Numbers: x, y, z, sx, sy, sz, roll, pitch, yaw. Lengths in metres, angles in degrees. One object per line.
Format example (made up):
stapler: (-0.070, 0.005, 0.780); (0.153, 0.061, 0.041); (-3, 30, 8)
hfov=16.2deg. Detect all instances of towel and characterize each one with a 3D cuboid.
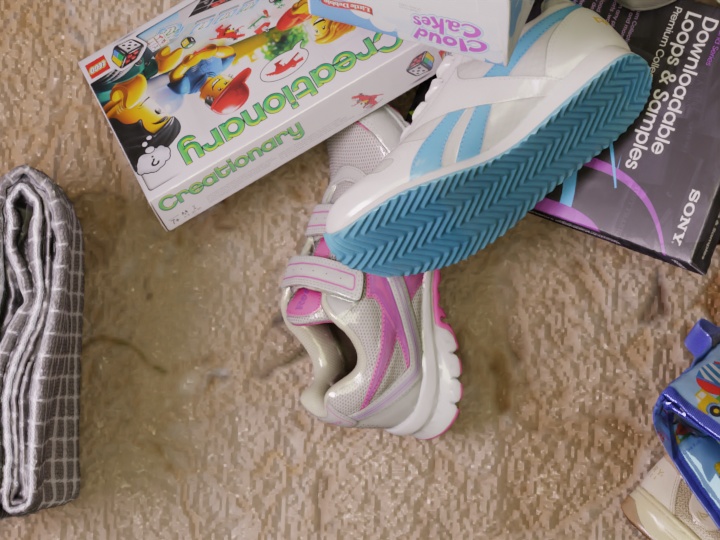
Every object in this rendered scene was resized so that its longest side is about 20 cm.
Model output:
towel: (-0.198, 0.045, 1.415); (0.085, 0.166, 0.201); (3, 88, -4)

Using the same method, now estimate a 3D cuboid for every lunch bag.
lunch bag: (0.255, 0.105, 1.410); (0.200, 0.094, 0.150); (46, 45, 10)

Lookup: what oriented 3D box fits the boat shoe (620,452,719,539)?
boat shoe: (0.243, 0.179, 1.442); (0.200, 0.071, 0.065); (41, 90, 4)

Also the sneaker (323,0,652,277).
sneaker: (0.061, -0.072, 1.395); (0.200, 0.077, 0.081); (-34, 53, -6)

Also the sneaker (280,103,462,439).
sneaker: (0.000, 0.000, 1.436); (0.088, 0.081, 0.201); (-5, 86, -33)

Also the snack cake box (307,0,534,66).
snack cake box: (0.058, -0.216, 1.340); (0.115, 0.067, 0.200); (17, 61, 13)

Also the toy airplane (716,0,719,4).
toy airplane: (0.292, -0.194, 1.418); (0.199, 0.141, 0.200); (-11, 101, -8)

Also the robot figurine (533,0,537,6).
robot figurine: (0.039, -0.215, 1.424); (0.144, 0.058, 0.201); (-1, 50, 2)

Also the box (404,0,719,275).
box: (0.131, -0.097, 1.436); (0.199, 0.036, 0.143); (21, 88, 26)

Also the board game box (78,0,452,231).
board game box: (-0.052, -0.121, 1.448); (0.200, 0.035, 0.126); (-31, 51, 0)

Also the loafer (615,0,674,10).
loafer: (0.138, -0.239, 1.429); (0.070, 0.070, 0.201); (-17, 63, -1)

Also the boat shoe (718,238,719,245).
boat shoe: (0.244, -0.032, 1.450); (0.199, 0.070, 0.071); (27, 85, 3)
